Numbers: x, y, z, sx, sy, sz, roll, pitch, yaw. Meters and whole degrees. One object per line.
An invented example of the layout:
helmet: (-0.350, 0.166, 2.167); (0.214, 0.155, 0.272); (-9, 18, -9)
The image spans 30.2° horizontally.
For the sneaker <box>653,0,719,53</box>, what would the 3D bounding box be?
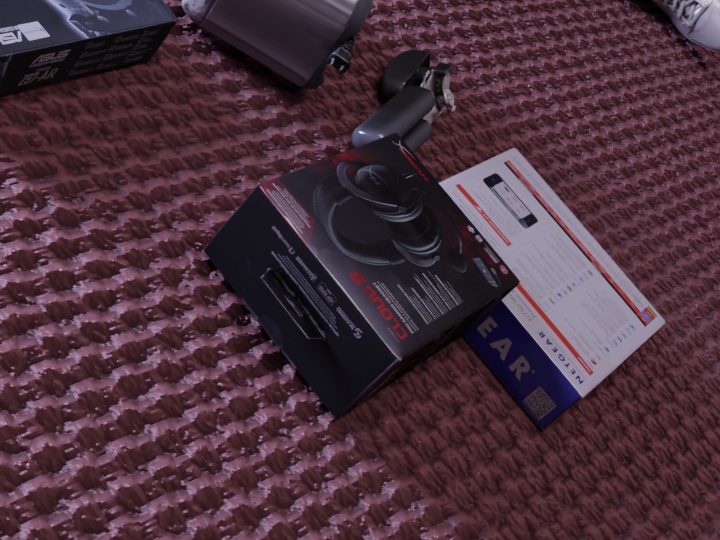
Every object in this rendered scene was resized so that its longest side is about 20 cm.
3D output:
sneaker: (0.381, -0.338, 1.654); (0.115, 0.074, 0.200); (-13, 54, -48)

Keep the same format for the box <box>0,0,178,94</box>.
box: (-0.244, -0.201, 0.914); (0.160, 0.044, 0.200); (50, 35, 10)

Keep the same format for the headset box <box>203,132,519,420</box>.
headset box: (0.000, 0.000, 0.924); (0.149, 0.077, 0.200); (51, 34, 9)

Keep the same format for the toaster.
toaster: (-0.064, -0.238, 1.074); (0.128, 0.114, 0.201); (25, 41, -18)

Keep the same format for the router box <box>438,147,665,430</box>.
router box: (0.134, 0.007, 1.072); (0.200, 0.049, 0.179); (51, 36, 10)

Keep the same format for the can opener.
can opener: (0.032, -0.129, 1.121); (0.066, 0.053, 0.200); (12, 31, 15)
